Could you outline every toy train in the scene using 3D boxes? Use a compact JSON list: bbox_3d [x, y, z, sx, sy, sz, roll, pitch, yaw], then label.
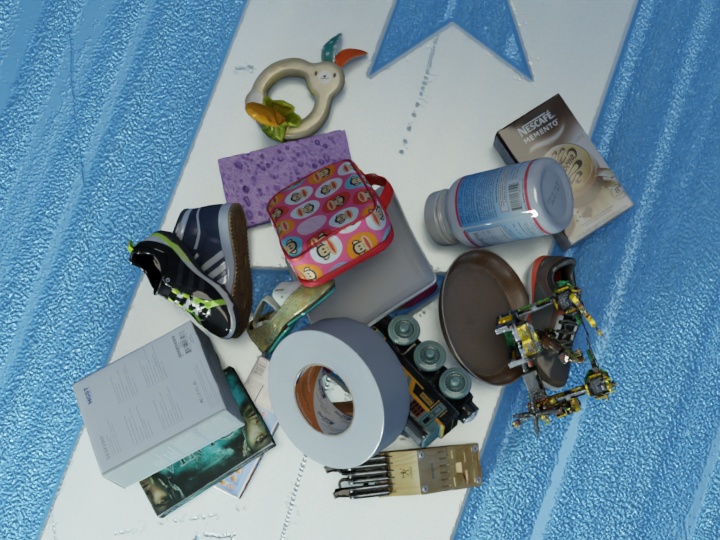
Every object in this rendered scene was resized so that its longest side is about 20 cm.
[{"bbox_3d":[0.071,0.152,1.670,0.114,0.085,0.200,-39,73,-16],"label":"toy train"}]

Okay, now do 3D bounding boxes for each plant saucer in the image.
[{"bbox_3d":[0.176,0.069,1.715,0.200,0.032,0.201,16,67,-41],"label":"plant saucer"}]

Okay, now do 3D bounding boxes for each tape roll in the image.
[{"bbox_3d":[-0.031,0.167,1.638,0.200,0.066,0.201,13,112,34],"label":"tape roll"}]

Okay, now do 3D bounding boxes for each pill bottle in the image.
[{"bbox_3d":[0.194,-0.091,1.709,0.200,0.109,0.109,-10,80,38],"label":"pill bottle"}]

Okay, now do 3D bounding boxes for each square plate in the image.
[{"bbox_3d":[0.000,0.000,1.720,0.200,0.028,0.198,-35,52,14],"label":"square plate"}]

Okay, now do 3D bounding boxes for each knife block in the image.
[{"bbox_3d":[0.054,0.292,1.730,0.200,0.175,0.064,2,80,-44],"label":"knife block"}]

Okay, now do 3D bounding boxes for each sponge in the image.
[{"bbox_3d":[-0.108,-0.136,1.798,0.200,0.030,0.112,-14,83,-2],"label":"sponge"}]

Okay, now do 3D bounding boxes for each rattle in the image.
[{"bbox_3d":[-0.083,-0.290,1.768,0.200,0.143,0.130,-35,65,2],"label":"rattle"}]

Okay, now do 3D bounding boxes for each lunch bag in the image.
[{"bbox_3d":[-0.034,-0.078,1.680,0.176,0.200,0.082,-30,122,4],"label":"lunch bag"}]

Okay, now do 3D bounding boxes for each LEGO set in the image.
[{"bbox_3d":[0.267,0.120,1.649,0.153,0.116,0.200,-13,97,10],"label":"LEGO set"}]

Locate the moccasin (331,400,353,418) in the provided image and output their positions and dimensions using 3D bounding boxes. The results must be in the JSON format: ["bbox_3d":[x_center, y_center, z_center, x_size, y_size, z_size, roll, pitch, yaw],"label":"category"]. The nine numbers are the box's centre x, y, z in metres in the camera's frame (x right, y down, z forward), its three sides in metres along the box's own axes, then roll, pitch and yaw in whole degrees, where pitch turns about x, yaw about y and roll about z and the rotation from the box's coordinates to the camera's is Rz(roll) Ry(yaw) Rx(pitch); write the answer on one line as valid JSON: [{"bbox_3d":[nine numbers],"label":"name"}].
[{"bbox_3d":[0.043,0.184,1.732,0.201,0.074,0.078,-12,68,3],"label":"moccasin"}]

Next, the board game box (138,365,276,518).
[{"bbox_3d":[-0.238,0.248,1.729,0.200,0.028,0.135,-33,73,2],"label":"board game box"}]

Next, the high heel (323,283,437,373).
[{"bbox_3d":[0.026,0.079,1.743,0.200,0.067,0.096,-17,72,4],"label":"high heel"}]

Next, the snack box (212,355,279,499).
[{"bbox_3d":[-0.162,0.230,1.751,0.072,0.024,0.200,27,83,5],"label":"snack box"}]

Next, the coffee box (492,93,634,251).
[{"bbox_3d":[0.298,-0.144,1.768,0.113,0.080,0.200,-33,83,-3],"label":"coffee box"}]

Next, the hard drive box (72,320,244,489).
[{"bbox_3d":[-0.289,0.190,1.698,0.200,0.077,0.156,-27,62,3],"label":"hard drive box"}]

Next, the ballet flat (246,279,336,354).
[{"bbox_3d":[-0.107,0.053,1.700,0.071,0.200,0.071,16,54,-24],"label":"ballet flat"}]

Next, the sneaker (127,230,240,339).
[{"bbox_3d":[-0.259,0.031,1.704,0.200,0.072,0.083,46,41,11],"label":"sneaker"}]

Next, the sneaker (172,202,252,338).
[{"bbox_3d":[-0.223,0.000,1.764,0.108,0.070,0.200,1,98,19],"label":"sneaker"}]

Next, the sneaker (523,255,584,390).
[{"bbox_3d":[0.285,0.072,1.727,0.077,0.082,0.200,2,81,-32],"label":"sneaker"}]
